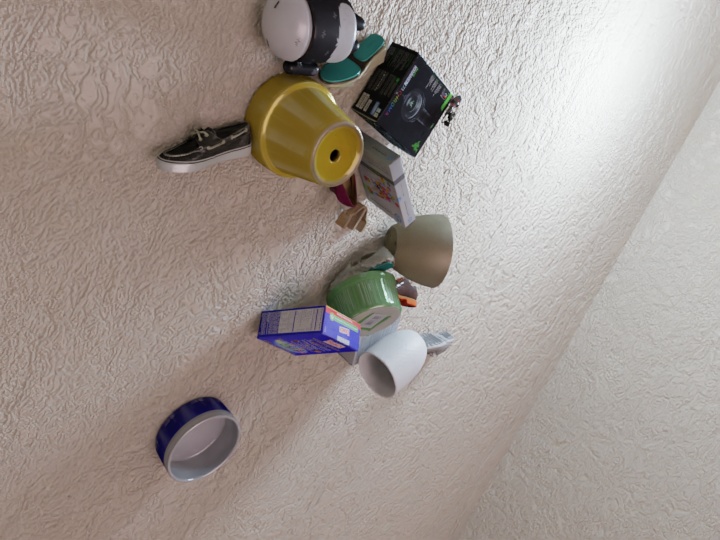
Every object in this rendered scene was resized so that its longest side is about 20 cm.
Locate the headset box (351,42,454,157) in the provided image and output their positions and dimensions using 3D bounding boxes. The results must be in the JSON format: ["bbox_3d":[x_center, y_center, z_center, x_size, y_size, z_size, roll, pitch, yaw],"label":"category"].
[{"bbox_3d":[0.104,-0.385,1.372,0.176,0.092,0.199,-56,144,5],"label":"headset box"}]

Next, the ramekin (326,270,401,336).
[{"bbox_3d":[0.015,0.095,1.578,0.196,0.099,0.201,-16,153,-8],"label":"ramekin"}]

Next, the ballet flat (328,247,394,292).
[{"bbox_3d":[0.000,0.000,1.574,0.197,0.073,0.072,-27,144,12],"label":"ballet flat"}]

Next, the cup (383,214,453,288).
[{"bbox_3d":[0.144,-0.061,1.614,0.140,0.201,0.204,7,117,-18],"label":"cup"}]

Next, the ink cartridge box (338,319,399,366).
[{"bbox_3d":[0.038,0.182,1.758,0.198,0.076,0.139,-16,131,-38],"label":"ink cartridge box"}]

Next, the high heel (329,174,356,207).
[{"bbox_3d":[-0.031,-0.245,1.332,0.067,0.096,0.203,-24,134,-26],"label":"high heel"}]

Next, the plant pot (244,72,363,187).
[{"bbox_3d":[-0.100,-0.261,1.172,0.199,0.188,0.204,-27,136,-29],"label":"plant pot"}]

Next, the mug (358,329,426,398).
[{"bbox_3d":[0.094,0.266,1.729,0.174,0.148,0.200,-33,170,-35],"label":"mug"}]

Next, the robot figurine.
[{"bbox_3d":[-0.088,-0.449,1.095,0.198,0.124,0.154,-15,100,-39],"label":"robot figurine"}]

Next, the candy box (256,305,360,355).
[{"bbox_3d":[-0.124,0.150,1.461,0.169,0.197,0.079,37,54,-53],"label":"candy box"}]

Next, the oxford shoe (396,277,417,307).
[{"bbox_3d":[0.101,0.051,1.749,0.199,0.070,0.074,27,70,-50],"label":"oxford shoe"}]

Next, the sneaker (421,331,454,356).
[{"bbox_3d":[0.255,0.268,2.057,0.198,0.074,0.083,0,117,-48],"label":"sneaker"}]

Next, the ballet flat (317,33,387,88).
[{"bbox_3d":[-0.015,-0.418,1.237,0.200,0.069,0.070,-42,142,-27],"label":"ballet flat"}]

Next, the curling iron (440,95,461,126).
[{"bbox_3d":[0.228,-0.405,1.469,0.050,0.025,0.201,-62,-179,35],"label":"curling iron"}]

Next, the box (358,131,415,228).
[{"bbox_3d":[0.052,-0.214,1.398,0.041,0.156,0.201,-38,141,-13],"label":"box"}]

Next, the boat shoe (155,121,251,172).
[{"bbox_3d":[-0.288,-0.233,1.097,0.198,0.070,0.065,-28,138,-41],"label":"boat shoe"}]

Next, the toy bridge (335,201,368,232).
[{"bbox_3d":[-0.010,-0.131,1.439,0.068,0.027,0.200,-59,169,8],"label":"toy bridge"}]

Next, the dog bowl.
[{"bbox_3d":[-0.400,0.418,1.472,0.198,0.078,0.203,-27,135,-30],"label":"dog bowl"}]
